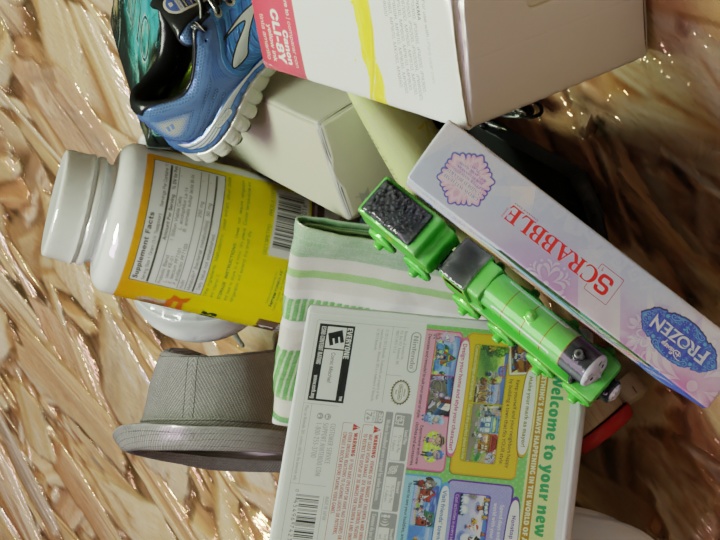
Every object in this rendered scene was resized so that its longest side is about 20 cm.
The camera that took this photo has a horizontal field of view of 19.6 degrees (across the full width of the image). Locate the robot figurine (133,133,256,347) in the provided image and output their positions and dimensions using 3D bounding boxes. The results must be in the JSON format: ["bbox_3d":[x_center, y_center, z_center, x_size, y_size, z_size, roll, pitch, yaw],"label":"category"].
[{"bbox_3d":[-0.126,-0.027,1.621,0.169,0.113,0.201,23,132,28],"label":"robot figurine"}]

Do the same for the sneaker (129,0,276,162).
[{"bbox_3d":[-0.084,-0.170,1.381,0.201,0.089,0.079,-58,40,9],"label":"sneaker"}]

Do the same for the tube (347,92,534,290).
[{"bbox_3d":[0.044,-0.064,1.340,0.200,0.052,0.058,55,156,-8],"label":"tube"}]

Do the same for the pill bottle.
[{"bbox_3d":[-0.122,-0.026,1.489,0.109,0.199,0.110,-167,90,-78],"label":"pill bottle"}]

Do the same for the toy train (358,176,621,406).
[{"bbox_3d":[0.078,0.012,1.269,0.200,0.042,0.056,38,173,22],"label":"toy train"}]

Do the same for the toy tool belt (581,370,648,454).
[{"bbox_3d":[0.086,0.084,1.372,0.123,0.125,0.200,52,148,3],"label":"toy tool belt"}]

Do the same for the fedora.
[{"bbox_3d":[-0.105,0.108,1.672,0.176,0.200,0.091,-2,79,26],"label":"fedora"}]

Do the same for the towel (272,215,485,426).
[{"bbox_3d":[0.018,0.048,1.452,0.201,0.151,0.023,101,177,-46],"label":"towel"}]

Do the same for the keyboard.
[{"bbox_3d":[0.095,-0.082,1.329,0.200,0.040,0.104,34,154,46],"label":"keyboard"}]

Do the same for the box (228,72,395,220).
[{"bbox_3d":[-0.045,-0.110,1.455,0.200,0.068,0.083,30,146,50],"label":"box"}]

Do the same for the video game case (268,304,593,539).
[{"bbox_3d":[0.042,0.123,1.271,0.181,0.201,0.022,5,157,11],"label":"video game case"}]

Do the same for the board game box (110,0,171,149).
[{"bbox_3d":[-0.150,-0.194,1.512,0.200,0.028,0.136,-113,29,-56],"label":"board game box"}]

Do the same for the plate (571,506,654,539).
[{"bbox_3d":[0.092,0.179,1.375,0.199,0.033,0.200,11,160,3],"label":"plate"}]

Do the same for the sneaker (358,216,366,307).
[{"bbox_3d":[0.000,0.000,1.492,0.082,0.070,0.201,45,142,31],"label":"sneaker"}]

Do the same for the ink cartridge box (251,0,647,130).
[{"bbox_3d":[0.049,-0.159,1.222,0.200,0.145,0.084,22,129,49],"label":"ink cartridge box"}]

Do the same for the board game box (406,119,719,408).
[{"bbox_3d":[0.114,-0.005,1.175,0.199,0.041,0.200,38,-179,1],"label":"board game box"}]
